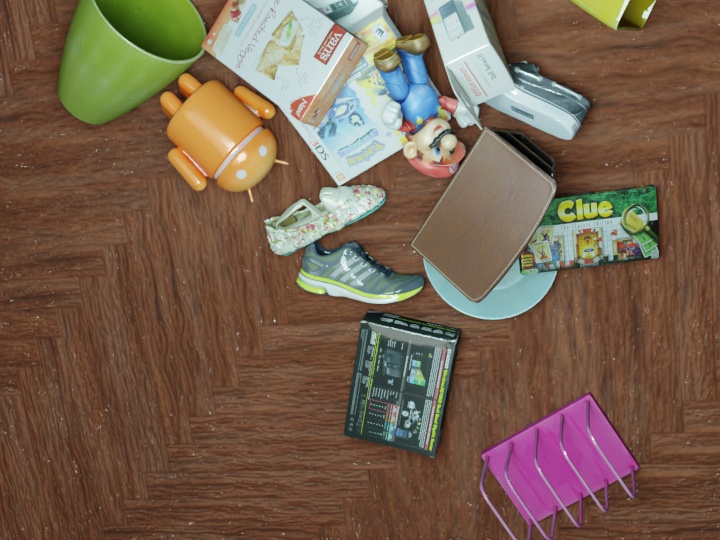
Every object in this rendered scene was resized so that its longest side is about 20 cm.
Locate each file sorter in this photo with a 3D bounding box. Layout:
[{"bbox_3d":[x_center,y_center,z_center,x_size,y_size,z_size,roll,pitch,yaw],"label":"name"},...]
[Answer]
[{"bbox_3d":[0.294,0.308,1.618,0.199,0.125,0.139,-33,97,20],"label":"file sorter"}]

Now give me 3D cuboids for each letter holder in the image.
[{"bbox_3d":[0.188,-0.071,1.472,0.142,0.100,0.201,43,115,25],"label":"letter holder"}]

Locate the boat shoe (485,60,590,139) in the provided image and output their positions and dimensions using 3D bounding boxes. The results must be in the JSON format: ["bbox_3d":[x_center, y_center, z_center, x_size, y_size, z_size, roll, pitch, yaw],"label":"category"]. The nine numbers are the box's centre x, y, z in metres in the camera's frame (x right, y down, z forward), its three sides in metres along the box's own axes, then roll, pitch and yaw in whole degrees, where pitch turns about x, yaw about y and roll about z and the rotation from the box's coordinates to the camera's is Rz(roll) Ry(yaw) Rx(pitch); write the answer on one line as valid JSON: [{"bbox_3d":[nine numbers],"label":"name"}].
[{"bbox_3d":[0.223,-0.256,1.500,0.199,0.072,0.068,30,77,17],"label":"boat shoe"}]

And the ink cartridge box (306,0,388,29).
[{"bbox_3d":[-0.051,-0.417,1.526,0.199,0.044,0.175,28,112,4],"label":"ink cartridge box"}]

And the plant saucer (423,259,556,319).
[{"bbox_3d":[0.192,-0.029,1.587,0.199,0.039,0.203,4,107,13],"label":"plant saucer"}]

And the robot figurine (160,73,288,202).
[{"bbox_3d":[-0.202,-0.199,1.587,0.200,0.144,0.117,44,132,-2],"label":"robot figurine"}]

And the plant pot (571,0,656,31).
[{"bbox_3d":[0.307,-0.434,1.367,0.176,0.200,0.201,30,111,15],"label":"plant pot"}]

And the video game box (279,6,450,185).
[{"bbox_3d":[-0.001,-0.242,1.538,0.199,0.047,0.182,-29,118,19],"label":"video game box"}]

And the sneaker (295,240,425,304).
[{"bbox_3d":[0.000,0.000,1.625,0.198,0.074,0.082,7,105,9],"label":"sneaker"}]

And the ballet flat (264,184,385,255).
[{"bbox_3d":[-0.059,-0.084,1.607,0.199,0.076,0.064,-27,117,18],"label":"ballet flat"}]

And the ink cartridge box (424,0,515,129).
[{"bbox_3d":[0.144,-0.300,1.425,0.067,0.117,0.201,-22,63,17],"label":"ink cartridge box"}]

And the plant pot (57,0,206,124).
[{"bbox_3d":[-0.352,-0.309,1.571,0.187,0.187,0.200,45,126,-3],"label":"plant pot"}]

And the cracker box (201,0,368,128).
[{"bbox_3d":[-0.105,-0.306,1.477,0.200,0.058,0.134,38,102,20],"label":"cracker box"}]

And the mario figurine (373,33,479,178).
[{"bbox_3d":[0.095,-0.214,1.465,0.122,0.106,0.201,-19,119,11],"label":"mario figurine"}]

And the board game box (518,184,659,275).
[{"bbox_3d":[0.320,-0.057,1.530,0.198,0.023,0.106,-8,100,0],"label":"board game box"}]

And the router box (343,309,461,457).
[{"bbox_3d":[0.064,0.172,1.664,0.149,0.062,0.202,13,109,10],"label":"router box"}]
